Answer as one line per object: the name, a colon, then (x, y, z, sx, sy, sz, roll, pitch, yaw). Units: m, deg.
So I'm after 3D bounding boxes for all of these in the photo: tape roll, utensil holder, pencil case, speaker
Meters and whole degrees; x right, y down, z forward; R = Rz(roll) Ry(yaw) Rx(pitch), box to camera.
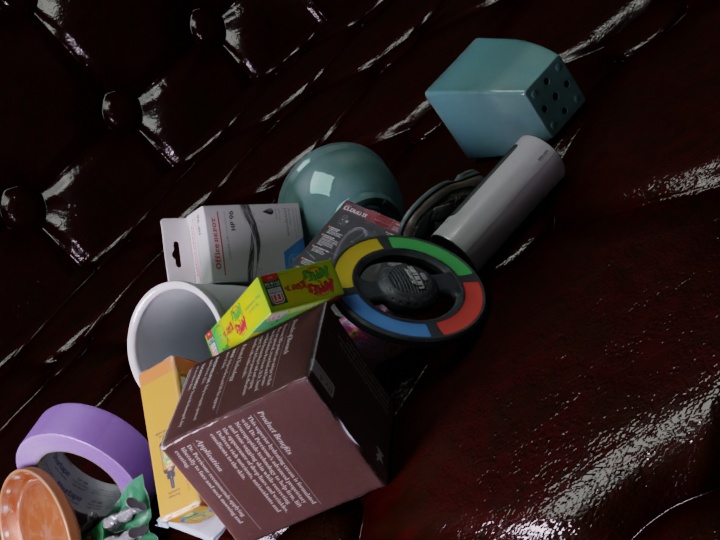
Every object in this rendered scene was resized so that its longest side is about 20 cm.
tape roll: (-0.388, 0.284, 1.559, 0.200, 0.200, 0.066, -26, 24, 36)
utensil holder: (-0.201, 0.101, 1.537, 0.170, 0.170, 0.200, -32, -16, 24)
pencil case: (-0.023, 0.099, 1.379, 0.199, 0.088, 0.087, -26, 19, -5)
speaker: (0.185, -0.086, 1.461, 0.200, 0.081, 0.081, -47, 20, -15)

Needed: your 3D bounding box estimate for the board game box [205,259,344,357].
board game box: (-0.109, 0.056, 1.335, 0.101, 0.048, 0.200, -15, -16, -31)

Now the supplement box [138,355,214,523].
supplement box: (-0.222, 0.213, 1.370, 0.066, 0.069, 0.201, -28, 60, 26)

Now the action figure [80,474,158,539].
action figure: (-0.354, 0.369, 1.506, 0.200, 0.055, 0.119, -35, 53, 41)

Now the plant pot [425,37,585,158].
plant pot: (0.234, -0.268, 1.679, 0.141, 0.141, 0.200, -48, 27, -18)

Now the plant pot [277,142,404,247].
plant pot: (-0.013, -0.083, 1.689, 0.200, 0.200, 0.134, -42, 35, -2)

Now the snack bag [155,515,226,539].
snack bag: (-0.163, 0.273, 1.422, 0.200, 0.021, 0.188, -47, 21, -26)

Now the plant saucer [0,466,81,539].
plant saucer: (-0.446, 0.374, 1.531, 0.032, 0.201, 0.200, -11, -7, -45)

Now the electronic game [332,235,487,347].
electronic game: (0.058, 0.022, 1.343, 0.200, 0.199, 0.042, -67, -8, -52)

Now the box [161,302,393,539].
box: (-0.089, 0.176, 1.250, 0.200, 0.166, 0.164, -26, 22, 17)

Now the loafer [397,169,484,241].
loafer: (0.129, -0.085, 1.504, 0.200, 0.063, 0.072, -34, -28, -46)

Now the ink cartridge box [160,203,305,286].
ink cartridge box: (-0.184, -0.034, 1.605, 0.199, 0.116, 0.068, -4, -10, -30)

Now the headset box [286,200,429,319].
headset box: (0.000, 0.000, 1.525, 0.148, 0.075, 0.200, 24, 60, 26)
